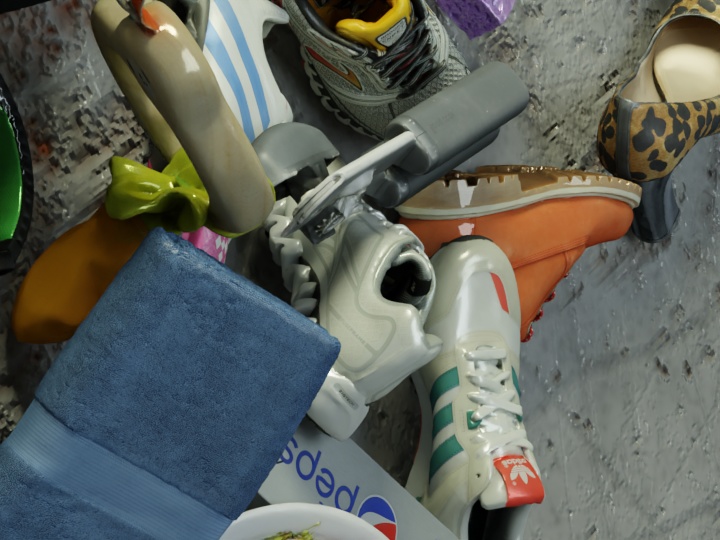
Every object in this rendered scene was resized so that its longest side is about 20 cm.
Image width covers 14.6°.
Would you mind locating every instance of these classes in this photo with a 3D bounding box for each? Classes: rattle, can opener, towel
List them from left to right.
[{"bbox_3d":[-0.122,-0.069,1.258,0.200,0.142,0.131,71,0,-68],"label":"rattle"},{"bbox_3d":[-0.103,0.085,1.276,0.111,0.049,0.200,32,99,-16],"label":"towel"},{"bbox_3d":[0.012,-0.071,1.421,0.067,0.053,0.200,48,37,5],"label":"can opener"}]

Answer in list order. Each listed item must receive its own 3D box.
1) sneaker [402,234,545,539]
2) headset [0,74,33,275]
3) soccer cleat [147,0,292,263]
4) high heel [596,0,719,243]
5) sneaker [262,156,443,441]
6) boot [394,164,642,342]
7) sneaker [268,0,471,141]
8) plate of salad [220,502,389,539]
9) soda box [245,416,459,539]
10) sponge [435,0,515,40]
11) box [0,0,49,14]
[{"bbox_3d":[0.070,0.085,1.497,0.070,0.093,0.201,-1,102,-33],"label":"sneaker"},{"bbox_3d":[-0.215,-0.031,1.249,0.124,0.094,0.200,63,28,-22],"label":"headset"},{"bbox_3d":[-0.070,-0.054,1.405,0.086,0.070,0.201,16,70,-36],"label":"soccer cleat"},{"bbox_3d":[0.196,-0.131,1.710,0.143,0.071,0.201,63,42,-62],"label":"high heel"},{"bbox_3d":[0.000,0.000,1.434,0.075,0.081,0.200,44,22,-32],"label":"sneaker"},{"bbox_3d":[0.089,-0.007,1.604,0.199,0.075,0.108,-8,100,-48],"label":"boot"},{"bbox_3d":[0.002,-0.124,1.483,0.078,0.082,0.200,-49,128,-3],"label":"sneaker"},{"bbox_3d":[-0.043,0.212,1.369,0.199,0.048,0.201,-11,110,-32],"label":"plate of salad"},{"bbox_3d":[-0.037,0.115,1.422,0.200,0.068,0.064,45,51,-36],"label":"soda box"},{"bbox_3d":[0.018,-0.226,1.511,0.200,0.030,0.112,44,44,-20],"label":"sponge"},{"bbox_3d":[-0.175,-0.238,1.290,0.148,0.104,0.201,40,54,-40],"label":"box"}]
